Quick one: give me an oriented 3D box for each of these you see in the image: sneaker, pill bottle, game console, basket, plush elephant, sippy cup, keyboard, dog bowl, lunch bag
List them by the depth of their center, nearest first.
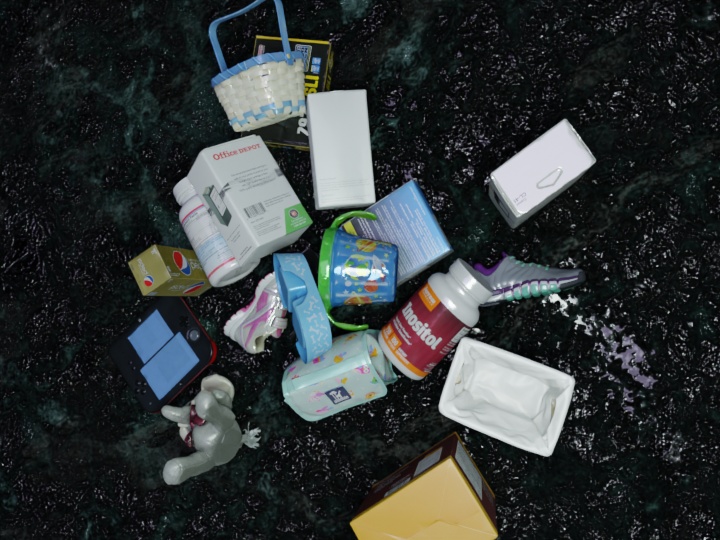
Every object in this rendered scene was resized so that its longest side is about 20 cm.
[{"bbox_3d":[-0.098,0.056,1.050,0.048,0.113,0.203,-14,56,-16],"label":"dog bowl"},{"bbox_3d":[0.245,0.206,1.064,0.195,0.123,0.139,20,91,11],"label":"basket"},{"bbox_3d":[0.000,0.000,1.069,0.126,0.140,0.182,3,114,5],"label":"sippy cup"},{"bbox_3d":[0.130,0.081,1.073,0.113,0.113,0.201,44,104,10],"label":"pill bottle"},{"bbox_3d":[-0.036,0.179,1.087,0.167,0.200,0.125,-20,83,10],"label":"lunch bag"},{"bbox_3d":[0.288,0.003,1.090,0.195,0.074,0.090,-12,80,12],"label":"sneaker"},{"bbox_3d":[-0.188,-0.363,1.114,0.173,0.138,0.205,-4,107,38],"label":"basket"},{"bbox_3d":[-0.163,0.075,1.167,0.088,0.081,0.201,45,105,15],"label":"sneaker"},{"bbox_3d":[-0.299,0.286,1.172,0.153,0.198,0.169,21,91,35],"label":"plush elephant"},{"bbox_3d":[-0.281,-0.081,1.198,0.107,0.109,0.203,-30,81,9],"label":"pill bottle"},{"bbox_3d":[-0.133,0.063,1.206,0.199,0.021,0.128,-40,74,9],"label":"keyboard"},{"bbox_3d":[-0.398,0.163,1.254,0.199,0.031,0.178,-42,80,7],"label":"game console"}]

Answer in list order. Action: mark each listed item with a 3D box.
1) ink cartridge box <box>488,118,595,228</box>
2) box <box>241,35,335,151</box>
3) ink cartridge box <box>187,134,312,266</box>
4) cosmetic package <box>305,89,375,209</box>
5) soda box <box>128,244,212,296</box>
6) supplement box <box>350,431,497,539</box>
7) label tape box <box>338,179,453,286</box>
[{"bbox_3d":[0.291,-0.152,1.029,0.146,0.200,0.087,-36,81,8],"label":"ink cartridge box"},{"bbox_3d":[-0.140,-0.341,1.210,0.155,0.049,0.206,9,89,11],"label":"box"},{"bbox_3d":[-0.204,-0.133,1.154,0.084,0.145,0.203,-38,82,46],"label":"ink cartridge box"},{"bbox_3d":[-0.038,-0.218,1.140,0.110,0.081,0.206,-4,92,-9],"label":"cosmetic package"},{"bbox_3d":[-0.339,0.003,1.160,0.063,0.200,0.069,-31,81,9],"label":"soda box"},{"bbox_3d":[0.112,0.399,1.045,0.195,0.200,0.134,-35,81,8],"label":"supplement box"},{"bbox_3d":[0.052,-0.048,1.147,0.197,0.066,0.146,-31,82,15],"label":"label tape box"}]
